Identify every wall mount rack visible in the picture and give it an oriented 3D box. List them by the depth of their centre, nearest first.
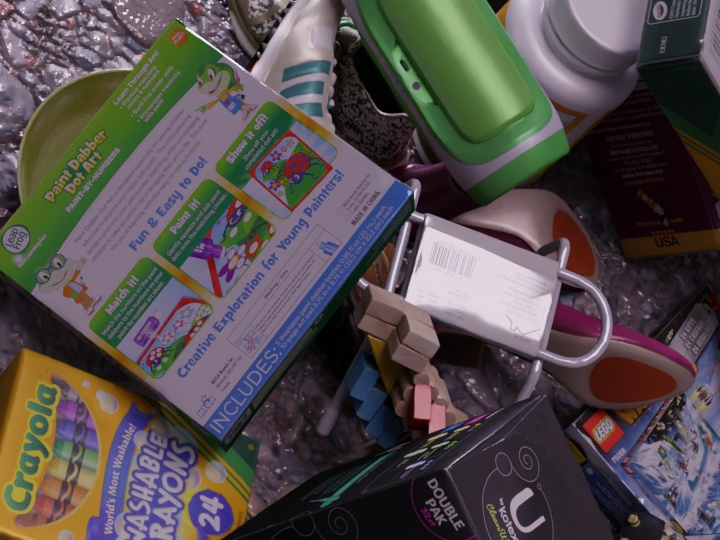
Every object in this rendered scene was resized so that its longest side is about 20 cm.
[{"bbox_3d":[0.059,0.042,1.461,0.199,0.075,0.175,21,73,-16],"label":"wall mount rack"}]

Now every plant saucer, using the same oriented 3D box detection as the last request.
[{"bbox_3d":[-0.142,-0.042,1.497,0.199,0.031,0.201,15,57,-25],"label":"plant saucer"}]

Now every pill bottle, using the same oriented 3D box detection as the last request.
[{"bbox_3d":[0.127,-0.138,1.608,0.109,0.200,0.110,15,57,-24],"label":"pill bottle"}]

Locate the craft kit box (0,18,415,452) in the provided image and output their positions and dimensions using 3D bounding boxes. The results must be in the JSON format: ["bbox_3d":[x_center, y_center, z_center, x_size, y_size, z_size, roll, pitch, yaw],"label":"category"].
[{"bbox_3d":[-0.101,-0.024,1.396,0.197,0.049,0.200,37,80,10],"label":"craft kit box"}]

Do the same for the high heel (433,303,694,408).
[{"bbox_3d":[0.139,0.035,1.570,0.199,0.068,0.096,14,40,-11],"label":"high heel"}]

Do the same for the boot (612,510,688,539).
[{"bbox_3d":[0.147,0.219,1.502,0.203,0.073,0.154,36,48,-10],"label":"boot"}]

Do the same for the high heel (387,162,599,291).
[{"bbox_3d":[0.090,-0.029,1.633,0.200,0.096,0.068,34,53,-39],"label":"high heel"}]

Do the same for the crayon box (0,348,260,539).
[{"bbox_3d":[-0.168,0.133,1.366,0.199,0.052,0.126,23,54,-19],"label":"crayon box"}]

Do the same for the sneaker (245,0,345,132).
[{"bbox_3d":[-0.045,-0.105,1.519,0.093,0.070,0.200,34,60,-5],"label":"sneaker"}]

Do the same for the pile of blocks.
[{"bbox_3d":[0.035,0.108,1.419,0.062,0.082,0.201,-106,172,-64],"label":"pile of blocks"}]

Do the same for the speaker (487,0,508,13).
[{"bbox_3d":[0.187,-0.234,1.777,0.199,0.081,0.082,-6,67,-35],"label":"speaker"}]

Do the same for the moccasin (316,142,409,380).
[{"bbox_3d":[-0.001,0.001,1.538,0.077,0.074,0.202,-6,59,-25],"label":"moccasin"}]

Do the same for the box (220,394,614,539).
[{"bbox_3d":[0.039,0.185,1.338,0.124,0.199,0.149,-30,96,-52],"label":"box"}]

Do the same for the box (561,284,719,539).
[{"bbox_3d":[0.241,0.117,1.636,0.137,0.040,0.200,49,50,1],"label":"box"}]

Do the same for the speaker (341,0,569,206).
[{"bbox_3d":[0.060,-0.146,1.519,0.088,0.088,0.201,-32,89,-40],"label":"speaker"}]

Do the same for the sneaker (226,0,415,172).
[{"bbox_3d":[-0.017,-0.161,1.604,0.077,0.089,0.200,-33,83,-40],"label":"sneaker"}]

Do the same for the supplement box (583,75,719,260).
[{"bbox_3d":[0.242,-0.126,1.693,0.131,0.103,0.201,-32,107,-39],"label":"supplement box"}]

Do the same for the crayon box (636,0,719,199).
[{"bbox_3d":[0.261,-0.137,1.567,0.200,0.051,0.126,48,45,-44],"label":"crayon box"}]
